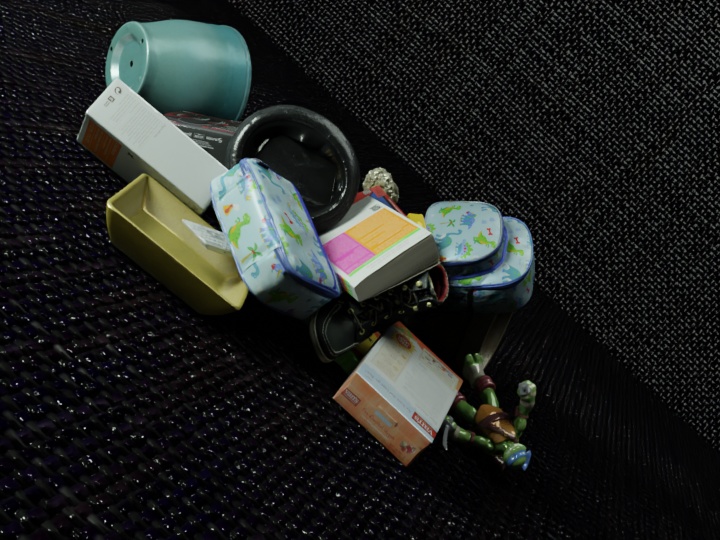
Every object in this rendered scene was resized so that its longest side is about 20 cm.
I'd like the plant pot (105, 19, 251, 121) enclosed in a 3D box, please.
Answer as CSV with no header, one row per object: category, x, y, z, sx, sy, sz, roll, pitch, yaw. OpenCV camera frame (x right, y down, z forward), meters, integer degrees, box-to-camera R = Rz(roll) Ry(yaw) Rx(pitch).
plant pot,-0.314,-0.327,1.787,0.186,0.201,0.201,5,36,-44

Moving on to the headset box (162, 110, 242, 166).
headset box,-0.242,-0.191,1.644,0.146,0.076,0.200,12,13,4

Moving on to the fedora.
fedora,-0.101,-0.139,1.567,0.200,0.201,0.092,41,-10,2

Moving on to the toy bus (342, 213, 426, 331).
toy bus,0.000,0.000,1.712,0.189,0.201,0.137,6,57,-15

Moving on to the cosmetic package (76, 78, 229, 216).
cosmetic package,-0.282,-0.155,1.455,0.199,0.072,0.101,39,-26,-7

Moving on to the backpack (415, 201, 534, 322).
backpack,0.190,-0.019,1.780,0.148,0.197,0.185,79,16,-47

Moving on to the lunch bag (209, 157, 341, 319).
lunch bag,-0.109,-0.042,1.408,0.160,0.082,0.202,32,29,-58

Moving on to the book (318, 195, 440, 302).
book,0.004,-0.035,1.495,0.200,0.132,0.049,39,-26,56

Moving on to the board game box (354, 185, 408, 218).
board game box,0.022,-0.060,1.593,0.200,0.102,0.020,-128,-160,-51

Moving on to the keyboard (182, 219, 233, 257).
keyboard,-0.160,-0.030,1.422,0.056,0.011,0.199,49,14,28

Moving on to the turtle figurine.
turtle figurine,0.183,0.194,1.604,0.199,0.144,0.194,34,10,-41

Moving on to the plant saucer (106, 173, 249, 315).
plant saucer,-0.227,-0.025,1.338,0.199,0.049,0.200,40,13,-8

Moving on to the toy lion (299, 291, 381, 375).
toy lion,-0.031,0.078,1.564,0.199,0.069,0.193,35,22,-24

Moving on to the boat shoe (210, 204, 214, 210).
boat shoe,-0.168,-0.080,1.665,0.199,0.076,0.061,35,-26,12

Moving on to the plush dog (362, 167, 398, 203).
plush dog,-0.001,-0.078,1.886,0.171,0.159,0.202,23,44,-65

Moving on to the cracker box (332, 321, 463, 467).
cracker box,0.055,0.161,1.448,0.134,0.058,0.200,43,24,1

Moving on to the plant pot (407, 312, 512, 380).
plant pot,0.170,0.071,1.915,0.172,0.202,0.200,28,10,15

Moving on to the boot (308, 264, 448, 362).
boot,0.026,0.050,1.450,0.074,0.152,0.203,66,27,-8
